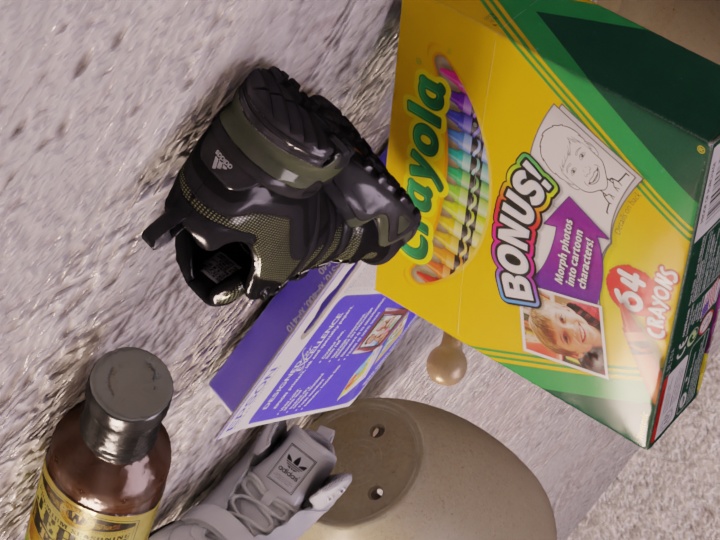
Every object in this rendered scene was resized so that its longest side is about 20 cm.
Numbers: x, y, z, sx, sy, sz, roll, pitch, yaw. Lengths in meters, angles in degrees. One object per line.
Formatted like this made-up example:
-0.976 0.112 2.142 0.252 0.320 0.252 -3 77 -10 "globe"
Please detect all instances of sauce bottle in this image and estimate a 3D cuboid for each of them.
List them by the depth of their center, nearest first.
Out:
-0.129 0.103 1.219 0.065 0.065 0.200 -40 163 -31 "sauce bottle"

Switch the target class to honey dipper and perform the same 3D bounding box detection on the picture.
0.067 -0.036 1.312 0.038 0.038 0.201 -6 110 -71 "honey dipper"

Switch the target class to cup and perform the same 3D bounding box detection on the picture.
0.022 0.168 1.696 0.200 0.200 0.143 -45 141 -11 "cup"

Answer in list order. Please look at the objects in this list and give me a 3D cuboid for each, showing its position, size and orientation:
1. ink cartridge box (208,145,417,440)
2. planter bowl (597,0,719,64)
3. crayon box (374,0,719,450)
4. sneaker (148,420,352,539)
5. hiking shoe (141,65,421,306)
0.000 0.000 1.375 0.199 0.043 0.200 -53 165 15 "ink cartridge box"
0.226 -0.159 1.449 0.200 0.135 0.200 -46 167 -13 "planter bowl"
0.095 -0.035 1.189 0.058 0.172 0.201 -41 149 -38 "crayon box"
-0.073 0.153 1.537 0.115 0.075 0.200 -52 172 15 "sneaker"
-0.040 -0.029 1.125 0.101 0.076 0.200 -40 159 6 "hiking shoe"
